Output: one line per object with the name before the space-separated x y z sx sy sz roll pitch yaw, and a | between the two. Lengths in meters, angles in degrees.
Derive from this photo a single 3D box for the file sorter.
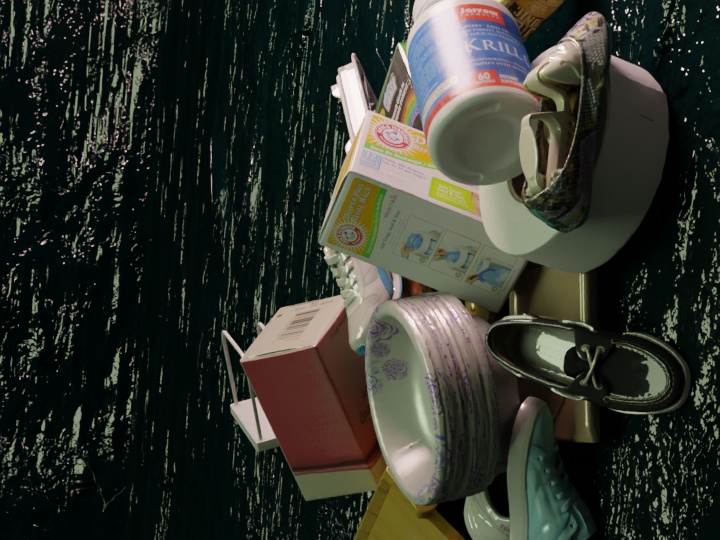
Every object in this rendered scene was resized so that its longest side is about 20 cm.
file sorter | -0.064 0.126 1.787 0.139 0.198 0.126 -141 40 -65

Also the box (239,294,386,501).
box | -0.037 0.148 1.641 0.201 0.108 0.128 66 -150 -20

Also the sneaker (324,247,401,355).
sneaker | 0.000 0.000 1.536 0.077 0.080 0.201 131 149 -52

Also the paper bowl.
paper bowl | 0.083 0.121 1.363 0.200 0.103 0.203 169 90 -71

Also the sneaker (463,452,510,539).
sneaker | 0.136 0.185 1.451 0.100 0.074 0.202 120 138 -62

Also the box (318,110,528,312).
box | 0.071 -0.060 1.407 0.113 0.199 0.102 -76 9 -49

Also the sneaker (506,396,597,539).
sneaker | 0.186 0.218 1.323 0.074 0.081 0.202 -32 -58 -64

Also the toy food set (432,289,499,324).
toy food set | 0.103 0.046 1.594 0.201 0.048 0.199 -115 33 -51

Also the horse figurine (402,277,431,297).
horse figurine | 0.048 0.021 1.609 0.200 0.049 0.133 120 151 -46

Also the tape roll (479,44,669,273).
tape roll | 0.191 -0.103 1.275 0.202 0.070 0.204 -44 37 47

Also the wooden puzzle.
wooden puzzle | 0.193 0.074 1.370 0.200 0.037 0.187 160 111 -73

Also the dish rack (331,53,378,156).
dish rack | 0.016 -0.147 1.710 0.200 0.043 0.173 58 -165 -53

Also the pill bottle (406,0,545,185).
pill bottle | 0.102 -0.184 1.295 0.113 0.111 0.201 112 156 -43

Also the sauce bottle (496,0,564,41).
sauce bottle | 0.143 -0.251 1.408 0.200 0.064 0.065 -46 42 34

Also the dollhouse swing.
dollhouse swing | 0.102 0.279 1.566 0.182 0.175 0.201 -53 -12 -36

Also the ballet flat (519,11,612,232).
ballet flat | 0.169 -0.135 1.179 0.072 0.071 0.202 149 133 -66

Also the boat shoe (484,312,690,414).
boat shoe | 0.196 0.079 1.233 0.199 0.060 0.075 21 101 45

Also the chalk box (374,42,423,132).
chalk box | 0.093 -0.166 1.540 0.201 0.123 0.125 -105 26 -42
